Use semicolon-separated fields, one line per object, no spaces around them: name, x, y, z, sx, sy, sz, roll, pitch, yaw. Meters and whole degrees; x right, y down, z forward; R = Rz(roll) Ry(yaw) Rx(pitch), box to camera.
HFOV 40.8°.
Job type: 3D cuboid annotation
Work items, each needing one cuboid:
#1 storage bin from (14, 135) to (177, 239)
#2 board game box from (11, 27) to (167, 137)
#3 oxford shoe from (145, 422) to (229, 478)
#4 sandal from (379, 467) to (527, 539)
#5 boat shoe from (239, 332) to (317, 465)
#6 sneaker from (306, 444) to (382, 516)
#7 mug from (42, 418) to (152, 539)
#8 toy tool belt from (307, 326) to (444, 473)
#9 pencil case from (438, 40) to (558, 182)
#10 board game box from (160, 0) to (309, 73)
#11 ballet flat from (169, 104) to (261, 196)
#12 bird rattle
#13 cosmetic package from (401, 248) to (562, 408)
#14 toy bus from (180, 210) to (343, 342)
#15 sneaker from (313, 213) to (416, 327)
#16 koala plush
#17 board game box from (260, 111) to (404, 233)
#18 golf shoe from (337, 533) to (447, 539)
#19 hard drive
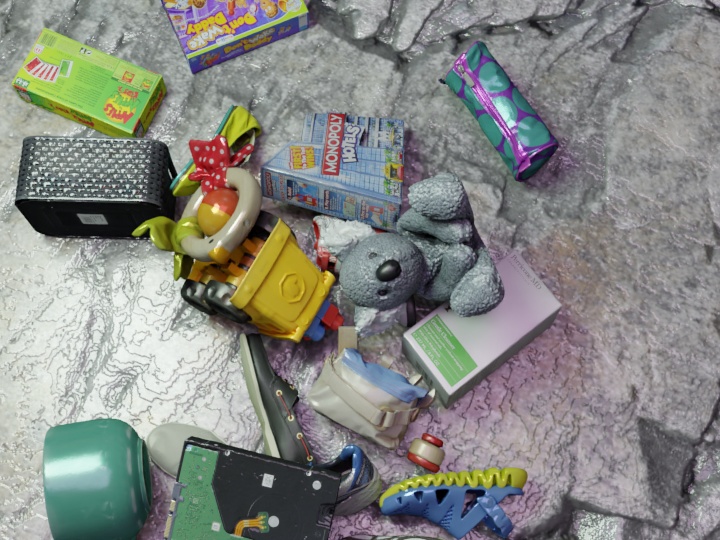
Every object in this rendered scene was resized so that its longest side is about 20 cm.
storage bin;-0.358;-0.111;1.330;0.195;0.136;0.096;1;71;-1
board game box;-0.398;-0.270;1.428;0.197;0.048;0.103;22;73;6
oxford shoe;-0.197;0.246;1.245;0.197;0.058;0.076;23;75;23
sandal;0.122;0.303;1.242;0.195;0.080;0.089;-4;76;-1
boat shoe;-0.112;0.176;1.279;0.062;0.074;0.205;-17;75;-14
sneaker;-0.068;0.288;1.224;0.198;0.086;0.077;-34;39;-18
mug;-0.320;0.273;1.211;0.112;0.187;0.154;-8;47;-7
toy tool belt;0.037;0.163;1.260;0.197;0.125;0.125;26;81;6
pencil case;0.203;-0.230;1.408;0.085;0.092;0.202;-42;75;28
board game box;-0.193;-0.402;1.479;0.197;0.045;0.136;-24;74;-9
ballet flat;-0.195;-0.161;1.366;0.067;0.067;0.201;36;46;-9
bird rattle;-0.183;-0.077;1.239;0.162;0.113;0.201;19;66;45
cosmetic package;0.162;0.079;1.311;0.199;0.085;0.108;-38;73;-12
toy bus;-0.120;0.028;1.294;0.191;0.199;0.137;38;72;-27
sneaker;0.000;0.000;1.339;0.106;0.068;0.204;-17;68;-11
koala plush;0.062;-0.010;1.237;0.197;0.184;0.180;-23;94;5
board game box;-0.038;-0.154;1.359;0.195;0.062;0.203;5;50;-1
golf shoe;0.027;0.364;1.208;0.196;0.095;0.079;-9;73;-3
hard drive;-0.131;0.292;1.169;0.196;0.038;0.143;12;89;3
